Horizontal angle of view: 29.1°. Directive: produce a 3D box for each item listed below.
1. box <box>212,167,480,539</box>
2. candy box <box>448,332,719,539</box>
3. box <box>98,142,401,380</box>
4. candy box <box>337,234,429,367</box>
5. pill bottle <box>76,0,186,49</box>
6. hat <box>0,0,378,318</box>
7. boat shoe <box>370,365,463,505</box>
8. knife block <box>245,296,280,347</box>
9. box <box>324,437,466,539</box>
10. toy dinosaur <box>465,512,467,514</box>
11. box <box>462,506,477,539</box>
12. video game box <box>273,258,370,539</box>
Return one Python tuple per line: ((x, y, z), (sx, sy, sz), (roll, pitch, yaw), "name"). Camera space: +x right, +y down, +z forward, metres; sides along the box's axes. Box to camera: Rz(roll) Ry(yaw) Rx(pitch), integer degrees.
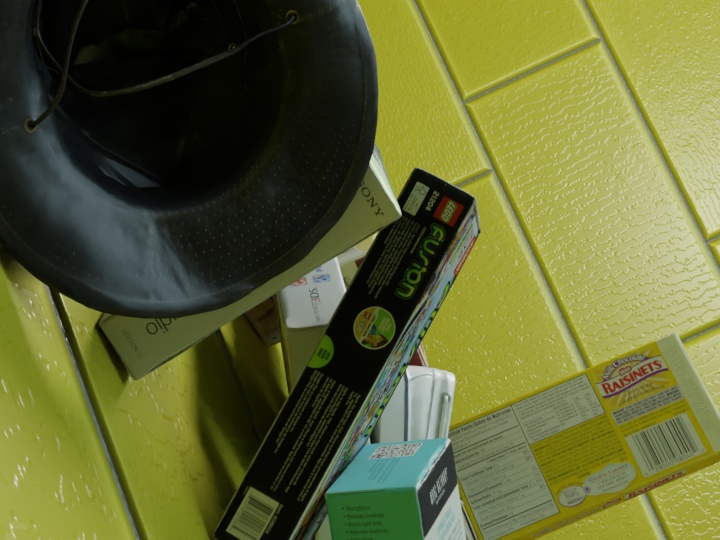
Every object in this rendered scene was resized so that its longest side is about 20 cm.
((-0.002, 0.051, 0.702), (0.035, 0.201, 0.110), (28, -2, 9), "box")
((0.164, 0.128, 1.025), (0.026, 0.199, 0.103), (68, -1, -57), "candy box")
((-0.053, -0.022, 0.705), (0.036, 0.144, 0.200), (57, 5, -13), "box")
((0.000, 0.000, 1.054), (0.200, 0.055, 0.116), (-101, 170, -64), "candy box")
((-0.132, -0.145, 0.635), (0.109, 0.108, 0.200), (-108, 173, -61), "pill bottle")
((-0.093, -0.083, 0.567), (0.081, 0.200, 0.201), (16, -44, 58), "hat")
((0.038, 0.163, 0.935), (0.074, 0.065, 0.201), (160, -67, -79), "boat shoe")
((-0.093, -0.063, 1.056), (0.200, 0.064, 0.176), (62, 6, -50), "knife block")
((0.029, 0.194, 0.709), (0.082, 0.049, 0.201), (-34, 116, -72), "box")
((0.074, 0.245, 1.189), (0.077, 0.102, 0.201), (-100, 164, -76), "toy dinosaur")
((0.064, 0.256, 1.049), (0.078, 0.095, 0.200), (-109, 173, -58), "box")
((-0.024, 0.079, 0.877), (0.182, 0.047, 0.201), (-103, -175, -63), "video game box")
